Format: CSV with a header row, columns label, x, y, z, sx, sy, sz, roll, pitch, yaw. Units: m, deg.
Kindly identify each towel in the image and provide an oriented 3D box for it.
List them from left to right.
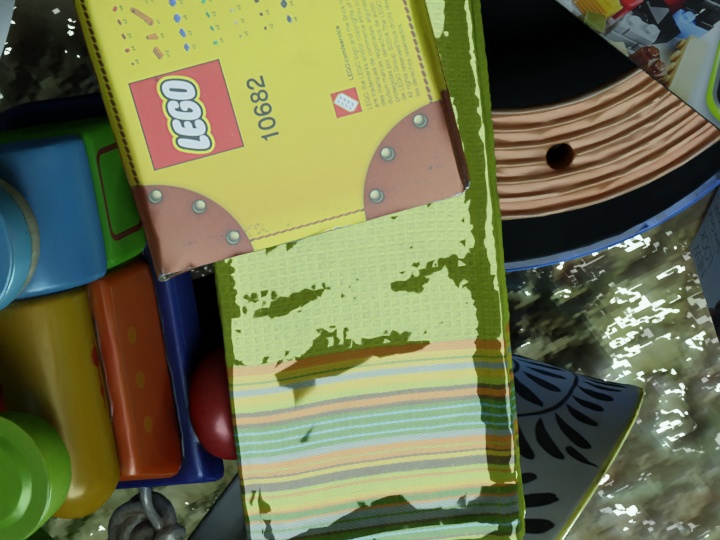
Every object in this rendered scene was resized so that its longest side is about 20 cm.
label,x,y,z,sx,sy,sz,roll,pitch,yaw
towel,0.000,0.000,0.810,0.086,0.018,0.201,-9,117,-6

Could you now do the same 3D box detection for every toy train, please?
label,x,y,z,sx,sy,sz,roll,pitch,yaw
toy train,-0.084,0.055,0.824,0.084,0.116,0.201,-6,100,21

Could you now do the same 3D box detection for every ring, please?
label,x,y,z,sx,sy,sz,roll,pitch,yaw
ring,0.044,-0.108,0.785,0.199,0.019,0.201,-4,116,-9

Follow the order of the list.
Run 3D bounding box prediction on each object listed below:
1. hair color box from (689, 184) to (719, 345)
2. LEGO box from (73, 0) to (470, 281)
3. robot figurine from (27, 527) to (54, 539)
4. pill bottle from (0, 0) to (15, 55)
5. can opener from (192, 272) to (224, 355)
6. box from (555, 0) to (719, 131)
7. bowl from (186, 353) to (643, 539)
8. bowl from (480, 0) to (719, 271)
label,x,y,z,sx,sy,sz,roll,pitch,yaw
hair color box,0.174,-0.038,0.881,0.064,0.111,0.201,4,133,-16
LEGO box,-0.039,-0.121,0.668,0.077,0.149,0.201,-15,109,2
robot figurine,-0.142,0.134,0.952,0.200,0.116,0.175,46,150,-18
pill bottle,-0.200,-0.093,0.730,0.200,0.120,0.120,29,122,-34
can opener,-0.052,0.023,0.892,0.199,0.064,0.079,-8,150,25
box,0.144,-0.069,0.739,0.110,0.035,0.200,-37,130,27
bowl,-0.001,0.092,0.952,0.094,0.201,0.201,38,123,1
bowl,0.047,-0.077,0.863,0.200,0.039,0.201,-7,136,-7
